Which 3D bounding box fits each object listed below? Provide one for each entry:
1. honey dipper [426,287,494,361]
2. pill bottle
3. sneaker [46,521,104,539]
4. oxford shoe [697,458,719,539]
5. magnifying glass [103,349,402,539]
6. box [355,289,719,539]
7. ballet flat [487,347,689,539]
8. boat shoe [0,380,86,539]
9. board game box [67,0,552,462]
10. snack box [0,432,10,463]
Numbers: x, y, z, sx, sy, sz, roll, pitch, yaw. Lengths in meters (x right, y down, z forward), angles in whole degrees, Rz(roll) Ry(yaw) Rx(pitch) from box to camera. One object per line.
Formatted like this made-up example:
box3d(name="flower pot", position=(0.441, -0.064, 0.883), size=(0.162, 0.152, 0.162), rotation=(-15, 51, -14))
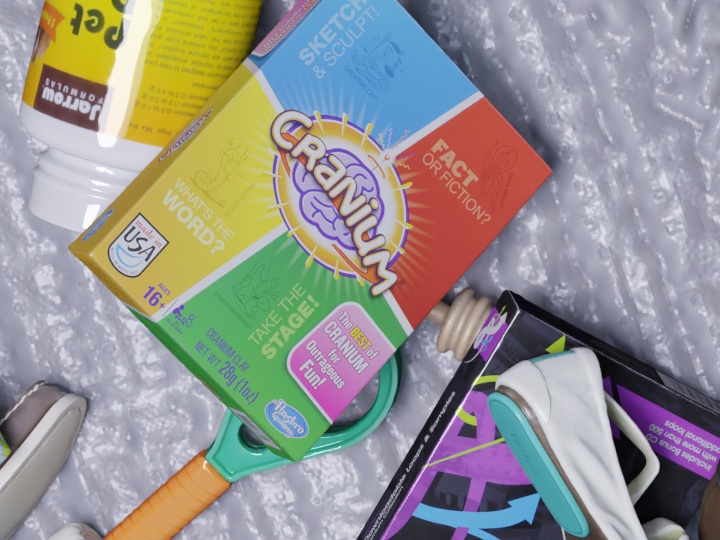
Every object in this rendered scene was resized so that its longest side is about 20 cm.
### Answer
box3d(name="honey dipper", position=(0.000, 0.000, 1.380), size=(0.199, 0.038, 0.038), rotation=(27, 101, 10))
box3d(name="pill bottle", position=(-0.109, -0.119, 1.343), size=(0.109, 0.109, 0.201), rotation=(16, 99, 8))
box3d(name="sneaker", position=(-0.143, 0.246, 1.410), size=(0.111, 0.077, 0.200), rotation=(-33, 86, 6))
box3d(name="oxford shoe", position=(0.266, 0.149, 1.341), size=(0.199, 0.073, 0.085), rotation=(23, 125, 3))
box3d(name="magnifying glass", position=(-0.060, 0.090, 1.393), size=(0.200, 0.022, 0.080), rotation=(-41, 100, 21))
box3d(name="box", position=(0.086, 0.129, 1.355), size=(0.143, 0.036, 0.201), rotation=(27, 103, -16))
box3d(name="ballet flat", position=(0.129, 0.126, 1.314), size=(0.069, 0.070, 0.201), rotation=(-20, 110, 12))
box3d(name="boat shoe", position=(-0.224, 0.135, 1.417), size=(0.059, 0.072, 0.200), rotation=(38, 97, 17))
box3d(name="board game box", position=(-0.022, -0.030, 1.313), size=(0.153, 0.040, 0.200), rotation=(45, 78, -18))
box3d(name="snack box", position=(-0.291, 0.109, 1.399), size=(0.200, 0.053, 0.142), rotation=(-45, 53, 12))
